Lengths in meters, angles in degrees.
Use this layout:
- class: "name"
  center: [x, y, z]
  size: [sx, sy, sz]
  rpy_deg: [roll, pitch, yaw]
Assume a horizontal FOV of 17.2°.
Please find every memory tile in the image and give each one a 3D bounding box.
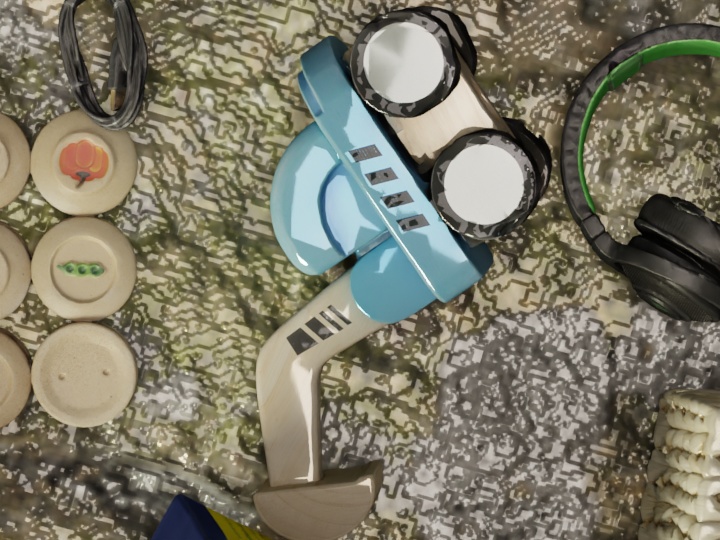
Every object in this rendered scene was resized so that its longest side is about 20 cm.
- class: "memory tile"
  center: [-0.203, -0.001, 1.115]
  size: [0.199, 0.017, 0.154]
  rpy_deg: [1, 93, -4]

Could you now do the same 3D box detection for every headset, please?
- class: "headset"
  center: [0.177, -0.024, 1.098]
  size: [0.123, 0.094, 0.200]
  rpy_deg: [-37, 83, -1]

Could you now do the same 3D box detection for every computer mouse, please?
- class: "computer mouse"
  center: [-0.103, -0.165, 1.104]
  size: [0.058, 0.034, 0.201]
  rpy_deg: [11, 95, 12]

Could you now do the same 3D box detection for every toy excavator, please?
- class: "toy excavator"
  center: [0.000, 0.000, 1.098]
  size: [0.200, 0.100, 0.195]
  rpy_deg: [-33, 92, 12]

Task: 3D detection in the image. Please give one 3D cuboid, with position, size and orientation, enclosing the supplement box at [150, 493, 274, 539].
- class: "supplement box"
  center: [-0.014, 0.201, 1.075]
  size: [0.200, 0.109, 0.110]
  rpy_deg: [27, 92, -14]

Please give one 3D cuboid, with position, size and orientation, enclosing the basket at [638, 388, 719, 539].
- class: "basket"
  center: [0.229, 0.124, 1.089]
  size: [0.199, 0.136, 0.124]
  rpy_deg: [5, 90, -4]
